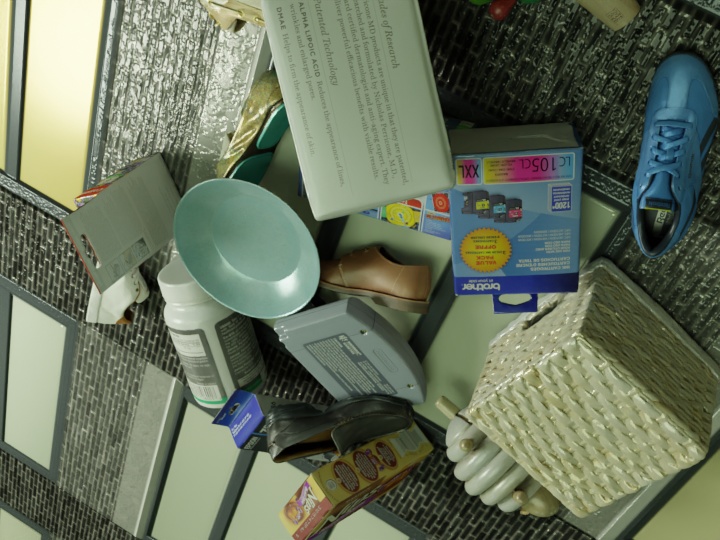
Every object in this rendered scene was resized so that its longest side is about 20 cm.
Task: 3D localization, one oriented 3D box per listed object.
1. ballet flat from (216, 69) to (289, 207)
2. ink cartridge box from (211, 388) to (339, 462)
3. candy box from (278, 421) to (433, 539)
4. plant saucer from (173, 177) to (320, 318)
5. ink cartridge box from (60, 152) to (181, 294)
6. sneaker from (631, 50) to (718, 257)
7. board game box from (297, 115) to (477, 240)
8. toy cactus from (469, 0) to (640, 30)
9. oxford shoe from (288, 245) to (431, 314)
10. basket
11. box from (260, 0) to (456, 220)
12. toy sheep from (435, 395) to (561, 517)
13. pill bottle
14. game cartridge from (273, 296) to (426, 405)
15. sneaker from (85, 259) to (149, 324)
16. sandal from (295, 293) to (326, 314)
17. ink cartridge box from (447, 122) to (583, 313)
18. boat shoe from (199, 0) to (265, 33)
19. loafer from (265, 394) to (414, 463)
[{"bbox_3d":[-0.133,-0.161,1.002,0.071,0.071,0.200,39,130,0],"label":"ballet flat"},{"bbox_3d":[-0.103,0.224,1.177,0.200,0.039,0.100,15,135,-24],"label":"ink cartridge box"},{"bbox_3d":[-0.004,0.285,1.123,0.056,0.200,0.117,51,132,19],"label":"candy box"},{"bbox_3d":[-0.136,-0.032,1.026,0.201,0.039,0.201,12,127,16],"label":"plant saucer"},{"bbox_3d":[-0.309,-0.062,1.062,0.050,0.200,0.109,-7,116,30],"label":"ink cartridge box"},{"bbox_3d":[0.300,-0.106,0.796,0.066,0.078,0.201,12,123,23],"label":"sneaker"},{"bbox_3d":[0.025,-0.125,0.952,0.200,0.034,0.136,18,126,17],"label":"board game box"},{"bbox_3d":[0.190,-0.285,0.739,0.165,0.102,0.200,42,122,-15],"label":"toy cactus"},{"bbox_3d":[0.000,0.000,1.041,0.200,0.071,0.071,12,94,24],"label":"oxford shoe"},{"bbox_3d":[0.258,0.136,0.920,0.200,0.161,0.198,42,129,-5],"label":"basket"},{"bbox_3d":[0.003,-0.166,0.790,0.130,0.199,0.201,-13,99,4],"label":"box"},{"bbox_3d":[0.174,0.230,1.044,0.200,0.138,0.138,48,130,10],"label":"toy sheep"},{"bbox_3d":[-0.208,0.083,1.158,0.113,0.113,0.200,2,120,27],"label":"pill bottle"},{"bbox_3d":[-0.002,0.113,1.064,0.133,0.042,0.200,-20,129,24],"label":"game cartridge"},{"bbox_3d":[-0.348,-0.005,1.220,0.084,0.073,0.200,11,124,-16],"label":"sneaker"},{"bbox_3d":[-0.049,0.086,1.120,0.200,0.043,0.076,40,129,-3],"label":"sandal"},{"bbox_3d":[0.164,-0.049,0.883,0.136,0.076,0.200,-2,122,9],"label":"ink cartridge box"},{"bbox_3d":[-0.136,-0.294,0.905,0.200,0.074,0.069,17,120,16],"label":"boat shoe"},{"bbox_3d":[-0.026,0.215,1.087,0.199,0.072,0.073,-10,132,5],"label":"loafer"}]
